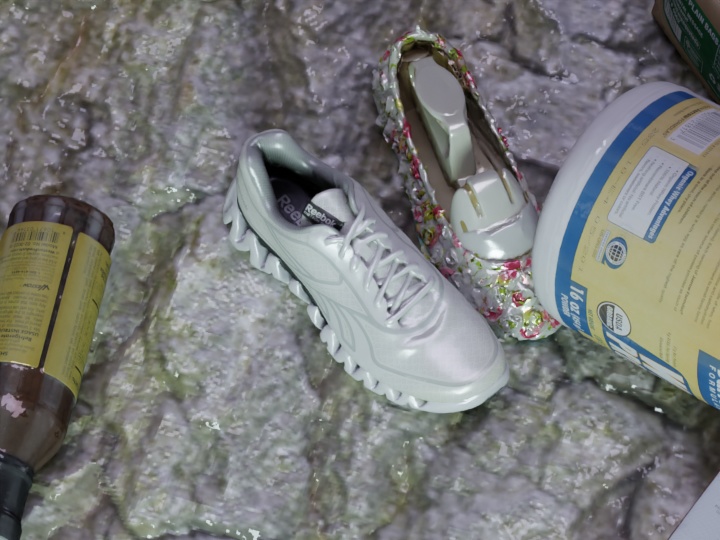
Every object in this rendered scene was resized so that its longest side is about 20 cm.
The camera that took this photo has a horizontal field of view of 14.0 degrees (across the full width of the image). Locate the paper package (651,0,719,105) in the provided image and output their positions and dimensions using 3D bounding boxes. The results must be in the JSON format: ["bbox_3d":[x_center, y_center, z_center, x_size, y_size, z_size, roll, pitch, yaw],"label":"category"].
[{"bbox_3d":[0.292,-0.138,1.663,0.191,0.103,0.200,-25,65,-13],"label":"paper package"}]

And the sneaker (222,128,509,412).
[{"bbox_3d":[0.000,0.000,1.601,0.200,0.081,0.075,41,67,18],"label":"sneaker"}]

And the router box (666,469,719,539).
[{"bbox_3d":[0.232,0.206,1.503,0.200,0.049,0.180,32,66,17],"label":"router box"}]

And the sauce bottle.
[{"bbox_3d":[-0.183,0.057,1.578,0.065,0.065,0.200,10,61,6],"label":"sauce bottle"}]

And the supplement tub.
[{"bbox_3d":[0.206,0.001,1.544,0.200,0.145,0.145,29,65,29],"label":"supplement tub"}]

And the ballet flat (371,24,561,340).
[{"bbox_3d":[0.057,-0.052,1.638,0.076,0.064,0.200,-22,64,-13],"label":"ballet flat"}]
